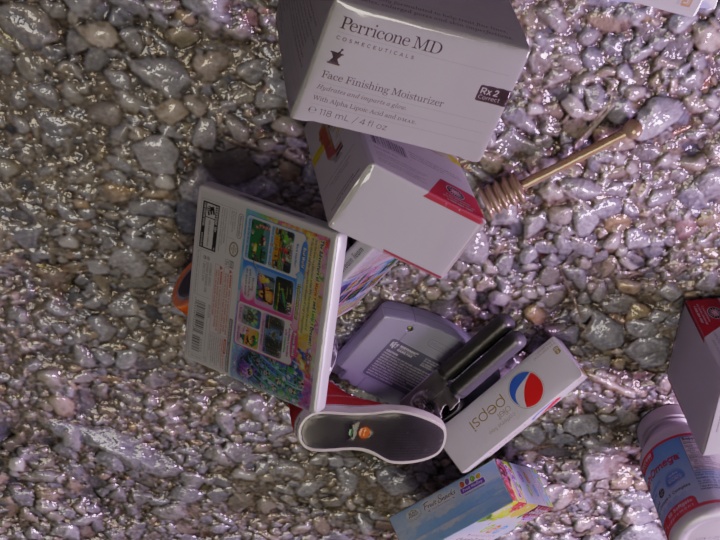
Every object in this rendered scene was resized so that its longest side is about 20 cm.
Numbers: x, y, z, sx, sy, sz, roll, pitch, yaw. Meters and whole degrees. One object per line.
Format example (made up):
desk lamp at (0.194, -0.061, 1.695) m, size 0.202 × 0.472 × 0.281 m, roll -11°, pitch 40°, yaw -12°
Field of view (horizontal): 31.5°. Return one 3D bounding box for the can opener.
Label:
can opener at (0.130, 0.132, 1.594) m, size 0.200 × 0.054 × 0.067 m, roll -43°, pitch 155°, yaw 22°

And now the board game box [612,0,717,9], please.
board game box at (0.312, -0.364, 1.271) m, size 0.149 × 0.037 × 0.202 m, roll 2°, pitch 129°, yaw -11°

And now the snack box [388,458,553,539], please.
snack box at (0.152, 0.326, 1.719) m, size 0.167 × 0.068 × 0.200 m, roll -31°, pitch 157°, yaw 14°

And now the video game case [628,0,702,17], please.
video game case at (0.288, -0.356, 1.236) m, size 0.180 × 0.023 × 0.202 m, roll 10°, pitch 126°, yaw -16°

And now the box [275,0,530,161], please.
box at (0.033, -0.229, 1.225) m, size 0.196 × 0.201 × 0.132 m, roll 11°, pitch 127°, yaw -17°

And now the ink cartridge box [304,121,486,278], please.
ink cartridge box at (0.030, -0.102, 1.322) m, size 0.144 × 0.201 × 0.084 m, roll 23°, pitch 118°, yaw -25°

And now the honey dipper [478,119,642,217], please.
honey dipper at (0.230, -0.119, 1.453) m, size 0.198 × 0.038 × 0.038 m, roll -26°, pitch 128°, yaw 9°

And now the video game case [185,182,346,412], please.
video game case at (-0.104, 0.027, 1.343) m, size 0.180 × 0.024 × 0.203 m, roll 20°, pitch 113°, yaw 28°

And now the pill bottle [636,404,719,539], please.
pill bottle at (0.436, 0.279, 1.698) m, size 0.107 × 0.201 × 0.110 m, roll -5°, pitch 129°, yaw -6°

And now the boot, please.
boot at (0.001, 0.173, 1.583) m, size 0.197 × 0.144 × 0.073 m, roll 10°, pitch 107°, yaw -18°

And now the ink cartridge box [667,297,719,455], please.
ink cartridge box at (0.518, 0.128, 1.629) m, size 0.197 × 0.146 × 0.146 m, roll -4°, pitch 129°, yaw -7°

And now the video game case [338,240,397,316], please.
video game case at (0.000, 0.000, 1.426) m, size 0.024 × 0.200 × 0.182 m, roll 47°, pitch 115°, yaw 8°

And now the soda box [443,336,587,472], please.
soda box at (0.192, 0.171, 1.620) m, size 0.199 × 0.064 × 0.068 m, roll -41°, pitch 165°, yaw 7°

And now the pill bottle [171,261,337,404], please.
pill bottle at (-0.127, 0.064, 1.492) m, size 0.106 × 0.107 × 0.200 m, roll -37°, pitch 124°, yaw 20°

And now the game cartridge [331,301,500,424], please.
game cartridge at (0.075, 0.117, 1.615) m, size 0.199 × 0.041 × 0.133 m, roll 29°, pitch 122°, yaw -28°
